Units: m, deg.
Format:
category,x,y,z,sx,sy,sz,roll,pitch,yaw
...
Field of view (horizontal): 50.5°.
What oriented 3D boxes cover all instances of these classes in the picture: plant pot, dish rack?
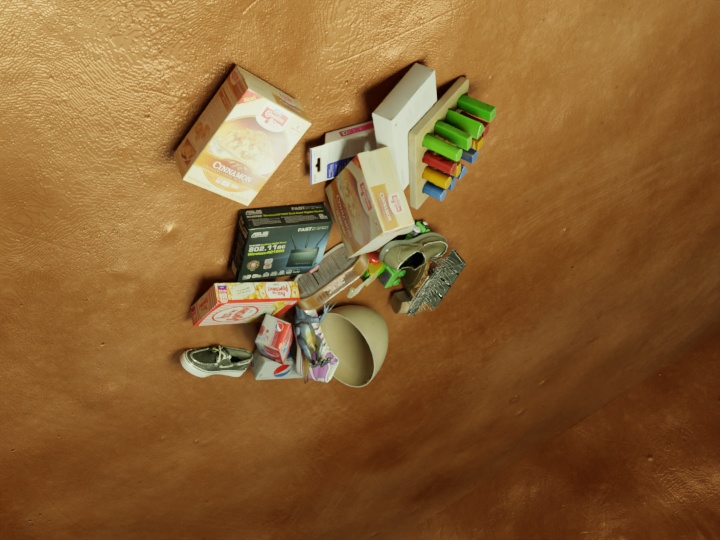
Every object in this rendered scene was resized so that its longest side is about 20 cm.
category,x,y,z,sx,sy,sz,roll,pitch,yaw
plant pot,-0.005,0.167,1.905,0.134,0.199,0.203,-35,155,-43
dish rack,0.169,0.033,1.802,0.199,0.054,0.155,-13,138,-60

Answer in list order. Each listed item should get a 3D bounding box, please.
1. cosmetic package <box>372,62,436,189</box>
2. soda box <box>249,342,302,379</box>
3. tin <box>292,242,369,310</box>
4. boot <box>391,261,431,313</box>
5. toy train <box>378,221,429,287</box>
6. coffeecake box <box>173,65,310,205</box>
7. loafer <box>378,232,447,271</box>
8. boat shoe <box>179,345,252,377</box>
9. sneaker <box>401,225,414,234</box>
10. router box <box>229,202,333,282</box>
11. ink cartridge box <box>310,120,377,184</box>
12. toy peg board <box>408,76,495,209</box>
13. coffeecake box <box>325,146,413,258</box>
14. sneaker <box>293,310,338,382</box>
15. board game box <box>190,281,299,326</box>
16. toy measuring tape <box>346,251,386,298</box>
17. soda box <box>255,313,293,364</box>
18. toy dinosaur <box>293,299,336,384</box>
category,x,y,z,sx,sy,sz,roll,pitch,yaw
cosmetic package,0.093,-0.274,1.491,0.152,0.051,0.202,-53,153,-25
soda box,-0.181,0.227,1.930,0.196,0.064,0.069,3,133,-39
tin,-0.072,0.009,1.705,0.198,0.112,0.042,-37,123,-2
boot,0.172,0.026,1.944,0.152,0.077,0.204,-11,132,-34
toy train,0.103,-0.037,1.835,0.056,0.042,0.202,-14,143,-45
coffeecake box,-0.208,-0.232,1.345,0.152,0.074,0.201,19,121,-46
loafer,0.131,-0.033,1.762,0.196,0.070,0.076,-14,142,-35
boat shoe,-0.336,0.204,1.790,0.064,0.071,0.198,-45,150,22
sneaker,0.050,-0.088,1.700,0.196,0.093,0.077,0,135,-37
router box,-0.166,-0.059,1.601,0.195,0.063,0.152,-8,138,-28
ink cartridge box,-0.016,-0.241,1.522,0.196,0.037,0.096,-21,144,-19
toy peg board,0.190,-0.241,1.543,0.201,0.096,0.202,-48,152,-28
coffeecake box,0.013,-0.129,1.502,0.071,0.157,0.200,-16,173,-24
sneaker,-0.098,0.174,1.841,0.072,0.112,0.206,-31,126,-47
board game box,-0.252,0.072,1.663,0.196,0.048,0.151,-1,159,-34
toy measuring tape,0.000,0.000,1.752,0.074,0.073,0.200,-58,169,33
soda box,-0.196,0.162,1.757,0.200,0.062,0.072,100,10,-75
toy dinosaur,-0.140,0.141,1.768,0.200,0.183,0.104,-45,160,30
